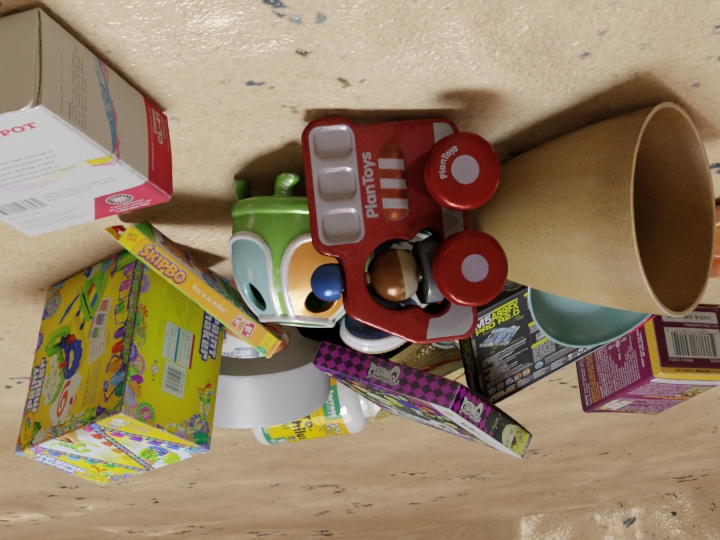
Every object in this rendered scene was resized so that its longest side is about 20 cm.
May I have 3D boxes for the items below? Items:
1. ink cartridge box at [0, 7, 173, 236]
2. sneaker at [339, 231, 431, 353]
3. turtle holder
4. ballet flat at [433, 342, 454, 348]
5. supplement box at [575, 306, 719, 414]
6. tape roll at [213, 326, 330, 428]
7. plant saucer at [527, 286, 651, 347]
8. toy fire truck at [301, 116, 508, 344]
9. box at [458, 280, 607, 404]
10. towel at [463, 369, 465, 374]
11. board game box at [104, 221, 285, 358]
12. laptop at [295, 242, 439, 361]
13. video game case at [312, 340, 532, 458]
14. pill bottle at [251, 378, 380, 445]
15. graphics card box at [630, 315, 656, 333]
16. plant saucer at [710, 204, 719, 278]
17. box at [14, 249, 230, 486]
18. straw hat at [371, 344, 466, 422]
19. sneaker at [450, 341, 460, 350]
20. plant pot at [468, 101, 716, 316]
[{"bbox_3d":[-0.256,-0.109,0.998,0.146,0.087,0.200,-11,158,16],"label":"ink cartridge box"},{"bbox_3d":[0.047,-0.009,1.240,0.070,0.200,0.110,25,130,22],"label":"sneaker"},{"bbox_3d":[-0.071,-0.015,1.218,0.184,0.134,0.140,0,174,36],"label":"turtle holder"},{"bbox_3d":[0.170,0.066,1.644,0.197,0.068,0.064,1,-173,-15],"label":"ballet flat"},{"bbox_3d":[0.408,0.127,1.786,0.129,0.105,0.200,3,157,-23],"label":"supplement box"},{"bbox_3d":[-0.133,0.111,1.493,0.197,0.067,0.201,1,-159,0],"label":"tape roll"},{"bbox_3d":[0.254,-0.013,1.338,0.197,0.036,0.202,-13,124,-19],"label":"plant saucer"},{"bbox_3d":[0.034,-0.036,1.124,0.165,0.203,0.112,-5,-178,-10],"label":"toy fire truck"},{"bbox_3d":[0.203,0.048,1.415,0.198,0.044,0.161,-27,136,-10],"label":"box"},{"bbox_3d":[0.211,0.047,1.469,0.198,0.024,0.146,-18,135,-19],"label":"towel"},{"bbox_3d":[-0.159,0.012,1.251,0.199,0.030,0.096,35,-177,-3],"label":"board game box"},{"bbox_3d":[0.000,0.000,1.388,0.198,0.117,0.188,14,152,36],"label":"laptop"},{"bbox_3d":[0.070,0.145,1.434,0.198,0.036,0.181,15,165,38],"label":"video game case"},{"bbox_3d":[-0.052,0.178,1.791,0.197,0.114,0.113,-9,160,11],"label":"pill bottle"},{"bbox_3d":[0.280,0.035,1.579,0.197,0.052,0.126,3,157,-20],"label":"graphics card box"},{"bbox_3d":[0.433,-0.039,1.447,0.197,0.033,0.201,-5,161,-2],"label":"plant saucer"},{"bbox_3d":[-0.255,0.102,1.376,0.191,0.202,0.121,-21,143,39],"label":"box"},{"bbox_3d":[0.088,0.121,1.695,0.199,0.086,0.201,-24,168,-5],"label":"straw hat"},{"bbox_3d":[0.106,0.030,1.518,0.080,0.078,0.200,-44,143,6],"label":"sneaker"},{"bbox_3d":[0.201,-0.051,1.180,0.198,0.189,0.186,-2,166,36],"label":"plant pot"}]
